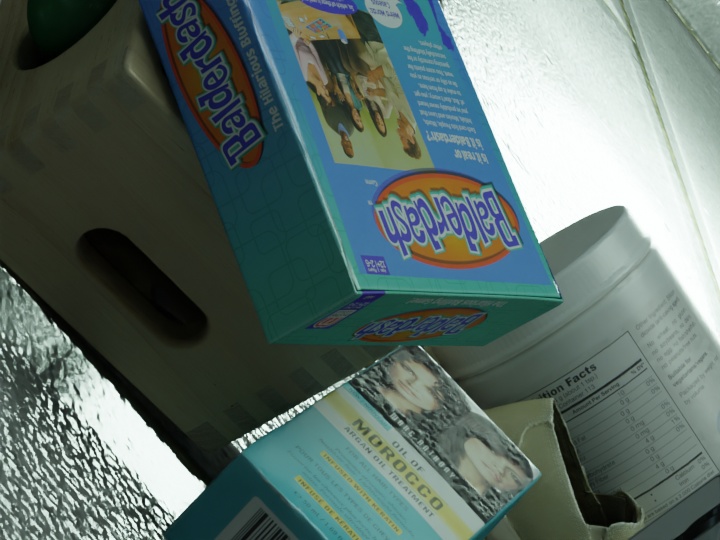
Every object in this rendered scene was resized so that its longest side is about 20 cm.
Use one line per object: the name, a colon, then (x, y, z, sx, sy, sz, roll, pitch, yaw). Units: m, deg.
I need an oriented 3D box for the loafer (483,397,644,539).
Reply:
loafer: (0.115, 0.146, 1.403, 0.200, 0.068, 0.076, 53, 15, -5)

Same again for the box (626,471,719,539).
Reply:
box: (0.126, 0.168, 1.193, 0.060, 0.116, 0.200, 50, 16, -8)

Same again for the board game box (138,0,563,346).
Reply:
board game box: (-0.012, -0.070, 1.069, 0.152, 0.045, 0.201, 4, 60, -58)

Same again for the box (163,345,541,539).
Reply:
box: (0.002, 0.091, 1.123, 0.082, 0.049, 0.200, 45, 21, 6)

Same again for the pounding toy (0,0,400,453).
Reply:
pounding toy: (-0.090, -0.062, 1.133, 0.200, 0.142, 0.185, 45, 31, -26)

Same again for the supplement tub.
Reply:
supplement tub: (0.140, 0.083, 1.488, 0.201, 0.132, 0.132, 56, 14, -6)

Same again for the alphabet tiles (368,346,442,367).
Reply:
alphabet tiles: (0.000, 0.000, 1.489, 0.167, 0.008, 0.201, 38, 23, -51)
